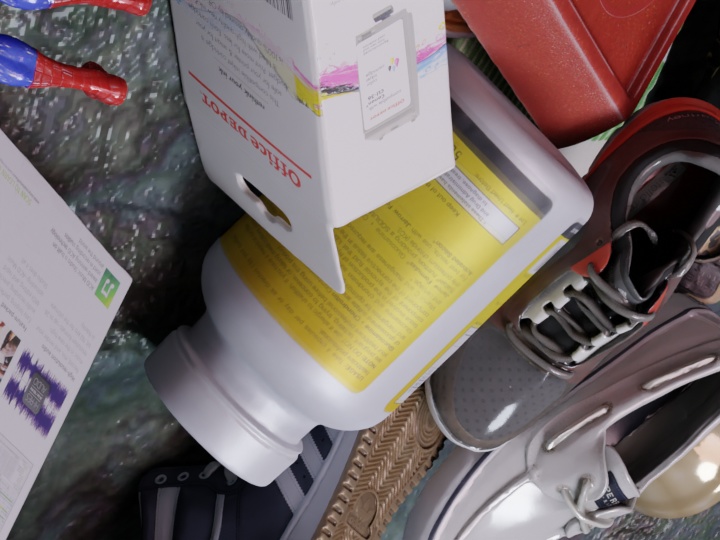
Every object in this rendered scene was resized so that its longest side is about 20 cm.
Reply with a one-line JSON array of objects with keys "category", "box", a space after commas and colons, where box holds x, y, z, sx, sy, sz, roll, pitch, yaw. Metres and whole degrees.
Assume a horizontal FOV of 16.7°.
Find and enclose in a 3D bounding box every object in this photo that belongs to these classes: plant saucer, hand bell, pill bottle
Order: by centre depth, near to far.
[{"category": "plant saucer", "box": [0.123, -0.167, 1.089, 0.200, 0.037, 0.200, -59, 153, -8]}, {"category": "pill bottle", "box": [0.000, 0.000, 1.104, 0.200, 0.112, 0.112, -44, 141, 7]}, {"category": "hand bell", "box": [0.116, 0.059, 1.268, 0.200, 0.104, 0.104, 23, 103, -51]}]

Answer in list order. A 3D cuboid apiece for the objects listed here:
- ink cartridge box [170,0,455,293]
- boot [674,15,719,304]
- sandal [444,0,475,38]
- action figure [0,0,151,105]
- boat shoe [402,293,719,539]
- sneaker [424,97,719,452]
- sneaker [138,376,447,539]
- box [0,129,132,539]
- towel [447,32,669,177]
[{"category": "ink cartridge box", "box": [-0.022, -0.101, 1.008, 0.067, 0.116, 0.200, -27, 137, -23]}, {"category": "boot", "box": [0.195, -0.048, 1.209, 0.073, 0.200, 0.151, 14, 120, -17]}, {"category": "sandal", "box": [0.030, -0.162, 1.044, 0.079, 0.059, 0.207, -44, 136, -4]}, {"category": "action figure", "box": [-0.177, -0.103, 0.918, 0.200, 0.052, 0.066, 7, 110, -40]}, {"category": "boat shoe", "box": [0.110, 0.095, 1.201, 0.200, 0.066, 0.072, -36, 132, -12]}, {"category": "sneaker", "box": [0.102, 0.006, 1.131, 0.077, 0.082, 0.200, 35, 100, -14]}, {"category": "sneaker", "box": [-0.033, 0.092, 1.188, 0.200, 0.108, 0.070, -61, 143, -22]}, {"category": "box", "box": [-0.172, 0.049, 0.956, 0.200, 0.036, 0.144, -66, 148, -22]}, {"category": "towel", "box": [0.068, -0.051, 1.206, 0.152, 0.023, 0.200, 1, 121, -42]}]
